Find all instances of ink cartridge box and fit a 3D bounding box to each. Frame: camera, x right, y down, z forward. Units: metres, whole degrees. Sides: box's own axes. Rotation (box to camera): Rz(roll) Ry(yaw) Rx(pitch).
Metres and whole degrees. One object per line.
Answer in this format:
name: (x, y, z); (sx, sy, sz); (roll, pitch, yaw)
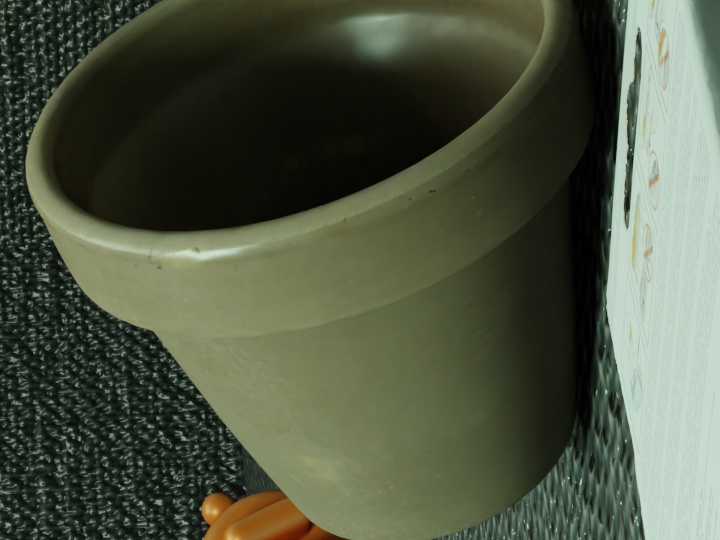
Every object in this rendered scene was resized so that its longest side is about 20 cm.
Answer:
ink cartridge box: (0.095, 0.010, 0.706); (0.200, 0.057, 0.163); (-86, -2, -52)

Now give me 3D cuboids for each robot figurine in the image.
robot figurine: (-0.059, 0.228, 2.035); (0.200, 0.143, 0.117); (97, -162, -61)

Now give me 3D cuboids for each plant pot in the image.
plant pot: (0.000, 0.000, 1.038); (0.200, 0.200, 0.175); (-102, -7, -57)
